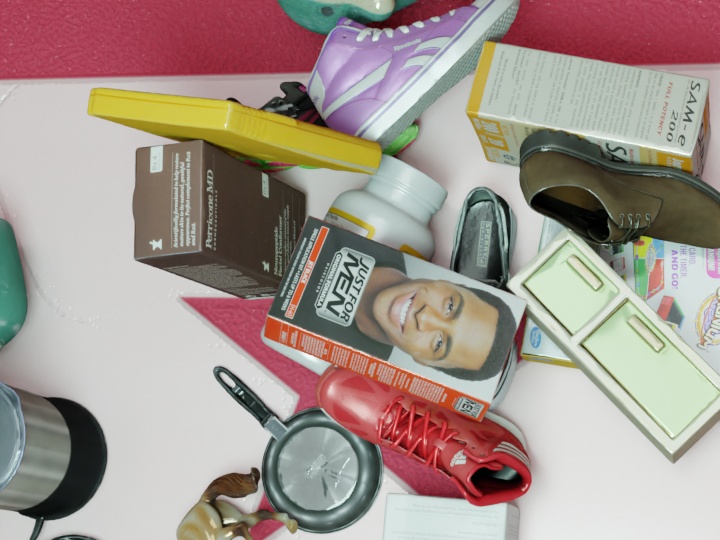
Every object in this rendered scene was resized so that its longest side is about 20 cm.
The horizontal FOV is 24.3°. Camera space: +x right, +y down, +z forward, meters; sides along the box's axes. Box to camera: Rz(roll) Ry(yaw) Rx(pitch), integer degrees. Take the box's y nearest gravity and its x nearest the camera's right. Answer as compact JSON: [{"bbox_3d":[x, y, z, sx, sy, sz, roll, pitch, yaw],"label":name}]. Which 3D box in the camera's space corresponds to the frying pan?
[{"bbox_3d":[-0.052,0.148,1.525,0.115,0.031,0.191,-27,76,6],"label":"frying pan"}]

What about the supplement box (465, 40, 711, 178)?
[{"bbox_3d":[0.203,-0.129,1.465,0.199,0.126,0.074,12,77,17],"label":"supplement box"}]

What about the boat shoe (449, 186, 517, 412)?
[{"bbox_3d":[0.107,0.025,1.488,0.073,0.068,0.200,7,81,15],"label":"boat shoe"}]

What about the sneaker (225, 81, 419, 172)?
[{"bbox_3d":[-0.045,-0.137,1.555,0.199,0.077,0.084,0,82,13],"label":"sneaker"}]

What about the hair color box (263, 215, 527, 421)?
[{"bbox_3d":[0.029,0.040,1.403,0.199,0.061,0.102,21,69,2],"label":"hair color box"}]

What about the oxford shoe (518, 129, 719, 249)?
[{"bbox_3d":[0.225,-0.046,1.403,0.199,0.073,0.085,14,48,-6],"label":"oxford shoe"}]

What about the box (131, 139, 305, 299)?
[{"bbox_3d":[-0.121,-0.042,1.485,0.075,0.200,0.101,-6,77,25],"label":"box"}]

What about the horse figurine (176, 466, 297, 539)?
[{"bbox_3d":[-0.132,0.266,1.500,0.132,0.050,0.201,15,90,33],"label":"horse figurine"}]

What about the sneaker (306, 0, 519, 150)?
[{"bbox_3d":[0.039,-0.203,1.476,0.200,0.073,0.114,-40,78,2],"label":"sneaker"}]

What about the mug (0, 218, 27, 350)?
[{"bbox_3d":[-0.395,0.032,1.579,0.151,0.185,0.115,-9,74,-23],"label":"mug"}]

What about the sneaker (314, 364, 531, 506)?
[{"bbox_3d":[0.060,0.136,1.415,0.199,0.116,0.079,18,97,-10],"label":"sneaker"}]

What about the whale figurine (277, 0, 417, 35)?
[{"bbox_3d":[0.013,-0.275,1.567,0.199,0.104,0.160,0,45,-8],"label":"whale figurine"}]

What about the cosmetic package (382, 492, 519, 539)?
[{"bbox_3d":[0.073,0.297,1.435,0.112,0.081,0.201,4,81,15],"label":"cosmetic package"}]

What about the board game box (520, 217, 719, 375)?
[{"bbox_3d":[0.252,0.019,1.468,0.199,0.040,0.154,9,81,15],"label":"board game box"}]

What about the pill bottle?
[{"bbox_3d":[0.000,0.000,1.501,0.104,0.104,0.201,29,86,17],"label":"pill bottle"}]

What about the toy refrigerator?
[{"bbox_3d":[0.219,0.062,1.408,0.076,0.070,0.200,-43,72,-1],"label":"toy refrigerator"}]

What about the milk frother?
[{"bbox_3d":[-0.300,0.209,1.487,0.200,0.188,0.181,35,89,18],"label":"milk frother"}]

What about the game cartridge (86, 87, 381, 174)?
[{"bbox_3d":[-0.108,-0.120,1.415,0.176,0.200,0.033,10,88,38],"label":"game cartridge"}]
